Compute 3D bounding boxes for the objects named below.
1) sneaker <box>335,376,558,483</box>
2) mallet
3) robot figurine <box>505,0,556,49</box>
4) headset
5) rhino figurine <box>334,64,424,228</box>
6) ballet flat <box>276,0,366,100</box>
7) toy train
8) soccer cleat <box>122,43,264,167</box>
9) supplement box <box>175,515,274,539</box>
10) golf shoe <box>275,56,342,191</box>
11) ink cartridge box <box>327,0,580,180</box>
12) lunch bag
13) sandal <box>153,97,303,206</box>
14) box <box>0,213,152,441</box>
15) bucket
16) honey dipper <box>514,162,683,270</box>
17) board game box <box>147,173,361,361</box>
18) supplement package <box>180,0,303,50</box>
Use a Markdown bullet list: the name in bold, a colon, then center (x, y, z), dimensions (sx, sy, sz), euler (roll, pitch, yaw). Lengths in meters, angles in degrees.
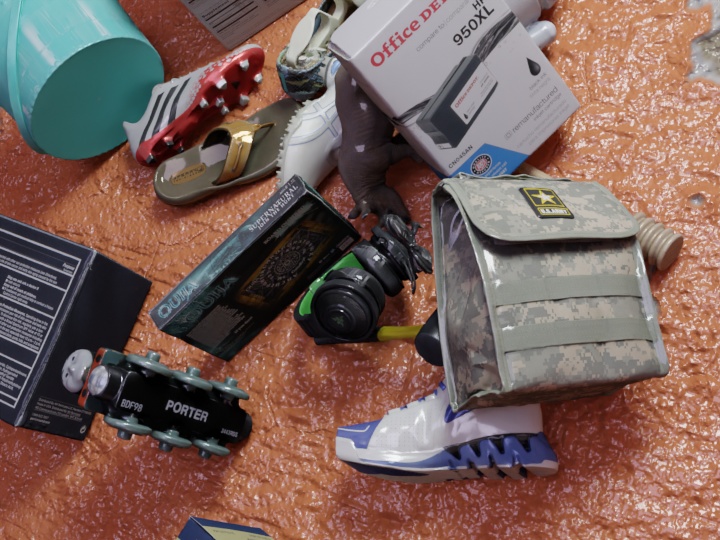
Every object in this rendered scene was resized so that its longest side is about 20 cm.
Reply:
- **sneaker**: center (0.081, 0.131, 0.887), dimensions (0.197, 0.081, 0.116), euler (-4, 66, 16)
- **mallet**: center (0.021, 0.066, 0.914), dimensions (0.199, 0.041, 0.066), euler (-12, 27, 40)
- **robot figurine**: center (0.126, -0.286, 0.984), dimensions (0.199, 0.113, 0.170), euler (-38, 89, 8)
- **headset**: center (0.000, 0.000, 0.910), dimensions (0.124, 0.094, 0.199), euler (-48, 19, -29)
- **rhino figurine**: center (0.016, -0.124, 0.980), dimensions (0.060, 0.087, 0.202), euler (11, 107, 63)
- **ballet flat**: center (-0.027, -0.283, 1.072), dimensions (0.074, 0.074, 0.201), euler (26, 81, 29)
- **toy train**: center (-0.197, 0.127, 0.945), dimensions (0.113, 0.199, 0.086), euler (11, 78, 41)
- **soccer cleat**: center (-0.198, -0.204, 1.129), dimensions (0.200, 0.069, 0.085), euler (-42, 65, 11)
- **supplement box**: center (-0.106, 0.363, 0.850), dimensions (0.199, 0.134, 0.201), euler (31, 86, 29)
- **golf shoe**: center (-0.018, -0.151, 1.027), dimensions (0.097, 0.078, 0.201), euler (25, 86, 21)
- **ink cartridge box**: center (0.088, -0.184, 0.909), dimensions (0.145, 0.200, 0.084), euler (-44, 27, 4)
- **lunch bag**: center (0.153, 0.008, 0.823), dimensions (0.162, 0.118, 0.202), euler (-2, 73, -21)
- **sandal**: center (-0.152, -0.135, 1.087), dimensions (0.198, 0.054, 0.081), euler (-23, 65, 8)
- **box**: center (-0.372, 0.058, 1.081), dimensions (0.198, 0.123, 0.200), euler (19, 81, 26)
- **bucket**: center (-0.341, -0.239, 1.132), dimensions (0.207, 0.207, 0.135), euler (-44, 67, 4)
- **honey dipper**: center (0.213, -0.066, 0.916), dimensions (0.200, 0.038, 0.038), euler (38, 90, 33)
- **board game box**: center (-0.103, 0.002, 0.974), dimensions (0.200, 0.135, 0.028), euler (-42, 61, 5)
- **supplement package**: center (-0.174, -0.408, 1.112), dimensions (0.146, 0.200, 0.192), euler (-31, 62, 11)
